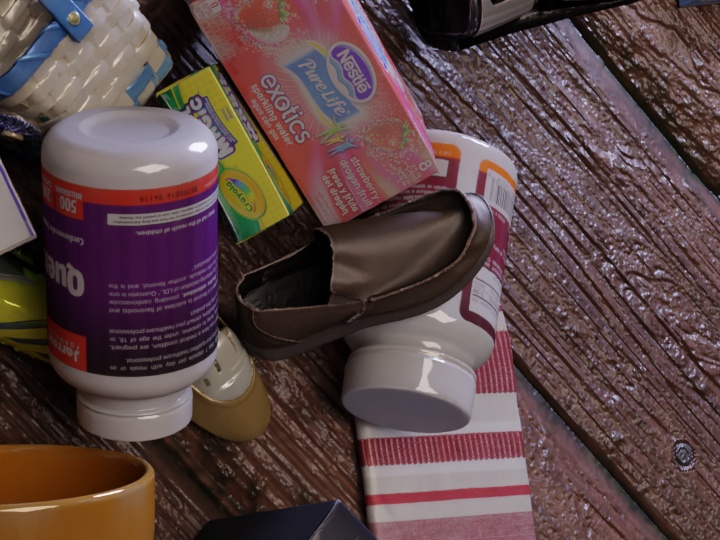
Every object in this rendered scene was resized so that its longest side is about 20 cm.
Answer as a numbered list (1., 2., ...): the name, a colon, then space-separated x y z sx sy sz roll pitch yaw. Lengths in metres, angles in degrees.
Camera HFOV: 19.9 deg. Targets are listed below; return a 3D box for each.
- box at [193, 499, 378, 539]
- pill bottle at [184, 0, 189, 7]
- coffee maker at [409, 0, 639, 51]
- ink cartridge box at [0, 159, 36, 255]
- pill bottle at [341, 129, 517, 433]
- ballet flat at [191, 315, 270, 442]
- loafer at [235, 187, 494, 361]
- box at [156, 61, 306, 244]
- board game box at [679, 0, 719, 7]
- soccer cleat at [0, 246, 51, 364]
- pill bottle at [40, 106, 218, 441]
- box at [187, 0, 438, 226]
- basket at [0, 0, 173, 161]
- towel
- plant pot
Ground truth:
1. box: -0.029 0.257 1.370 0.182 0.200 0.104 46 61 -15
2. pill bottle: -0.046 -0.267 1.535 0.109 0.109 0.200 46 60 -14
3. coffee maker: 0.136 -0.244 1.624 0.199 0.192 0.136 -14 79 -16
4. ink cartridge box: -0.334 -0.065 1.303 0.199 0.043 0.199 -25 92 -3
5. pill bottle: 0.048 0.010 1.508 0.114 0.114 0.201 21 65 -26
6. ballet flat: -0.127 0.043 1.441 0.200 0.063 0.069 48 60 -14
7. loafer: 0.000 0.000 1.421 0.199 0.071 0.073 -28 59 6
8. box: -0.085 -0.087 1.430 0.048 0.200 0.118 -27 95 11
9. board game box: 0.325 -0.339 1.822 0.150 0.037 0.202 -9 85 -33
10. soccer cleat: -0.251 0.020 1.384 0.200 0.065 0.084 40 91 -22
11. pill bottle: -0.147 0.003 1.317 0.112 0.112 0.202 -13 116 -33
12. box: -0.035 -0.144 1.427 0.094 0.103 0.201 -27 117 8
13. basket: -0.235 -0.167 1.358 0.200 0.176 0.139 49 65 -25
14. towel: 0.059 0.125 1.562 0.143 0.023 0.202 0 77 -29
15. plant pot: -0.227 0.216 1.279 0.199 0.200 0.185 -4 97 -32
